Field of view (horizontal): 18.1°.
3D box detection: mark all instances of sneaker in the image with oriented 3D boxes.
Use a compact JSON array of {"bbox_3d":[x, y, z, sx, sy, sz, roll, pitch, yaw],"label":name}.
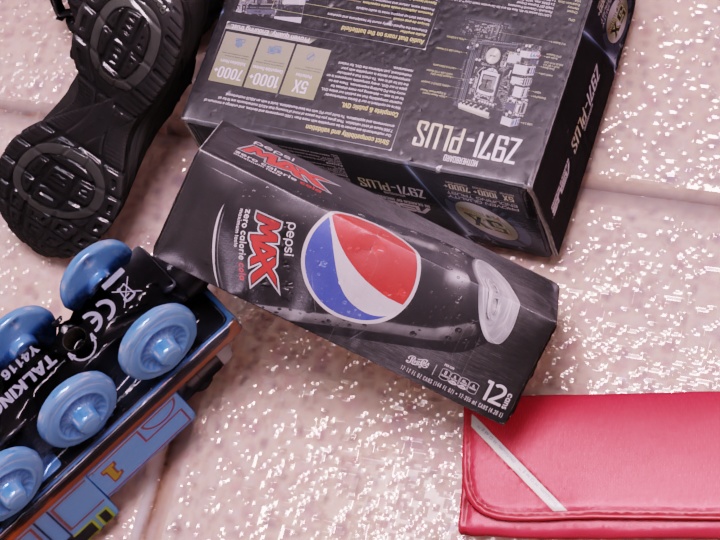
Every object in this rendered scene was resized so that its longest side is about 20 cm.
[{"bbox_3d":[-0.132,-0.088,1.247,0.076,0.091,0.200,38,122,4],"label":"sneaker"}]

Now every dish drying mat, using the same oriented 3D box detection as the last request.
[{"bbox_3d":[0.149,0.098,1.145,0.199,0.018,0.077,-2,65,14],"label":"dish drying mat"}]

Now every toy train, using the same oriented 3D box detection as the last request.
[{"bbox_3d":[-0.148,0.071,1.183,0.200,0.114,0.087,-43,56,-6],"label":"toy train"}]

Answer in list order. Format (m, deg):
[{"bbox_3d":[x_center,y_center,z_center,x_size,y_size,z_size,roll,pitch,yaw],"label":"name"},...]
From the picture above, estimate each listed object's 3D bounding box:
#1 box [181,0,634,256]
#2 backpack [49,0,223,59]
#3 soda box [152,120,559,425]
[{"bbox_3d":[0.030,-0.115,1.224,0.199,0.086,0.165,11,68,19],"label":"box"},{"bbox_3d":[-0.130,-0.241,1.308,0.126,0.167,0.201,-4,61,-8],"label":"backpack"},{"bbox_3d":[0.000,0.000,1.148,0.199,0.071,0.064,25,107,-1],"label":"soda box"}]
